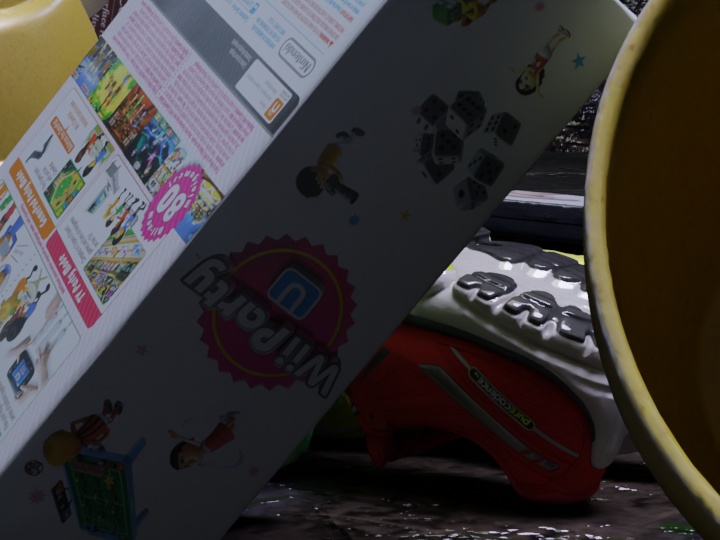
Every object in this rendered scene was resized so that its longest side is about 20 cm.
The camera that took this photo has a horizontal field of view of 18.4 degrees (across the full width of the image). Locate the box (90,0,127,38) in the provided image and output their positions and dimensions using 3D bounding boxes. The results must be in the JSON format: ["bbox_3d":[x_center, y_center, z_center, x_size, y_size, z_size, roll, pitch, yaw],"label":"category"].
[{"bbox_3d":[-0.046,-0.083,0.918,0.199,0.101,0.075,9,1,35],"label":"box"}]

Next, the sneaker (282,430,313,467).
[{"bbox_3d":[-0.072,0.038,0.762,0.083,0.075,0.200,-5,17,-22],"label":"sneaker"}]

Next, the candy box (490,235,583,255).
[{"bbox_3d":[0.118,0.017,1.012,0.115,0.056,0.200,-1,5,-20],"label":"candy box"}]

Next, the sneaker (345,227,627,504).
[{"bbox_3d":[0.007,0.022,0.759,0.077,0.085,0.199,-8,26,-45],"label":"sneaker"}]

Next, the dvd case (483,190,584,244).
[{"bbox_3d":[0.113,-0.023,1.006,0.142,0.018,0.200,7,4,15],"label":"dvd case"}]

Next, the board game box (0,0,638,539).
[{"bbox_3d":[-0.035,-0.025,0.600,0.064,0.200,0.148,37,6,-27],"label":"board game box"}]

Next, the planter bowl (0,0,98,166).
[{"bbox_3d":[-0.152,-0.068,0.734,0.199,0.084,0.201,7,27,-4],"label":"planter bowl"}]

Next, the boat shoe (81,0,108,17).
[{"bbox_3d":[-0.194,-0.117,0.839,0.199,0.071,0.070,-5,-22,8],"label":"boat shoe"}]

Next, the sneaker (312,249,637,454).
[{"bbox_3d":[0.057,0.026,0.832,0.199,0.076,0.105,3,6,31],"label":"sneaker"}]

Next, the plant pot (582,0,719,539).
[{"bbox_3d":[0.148,0.012,0.575,0.198,0.201,0.142,0,-18,-2],"label":"plant pot"}]
